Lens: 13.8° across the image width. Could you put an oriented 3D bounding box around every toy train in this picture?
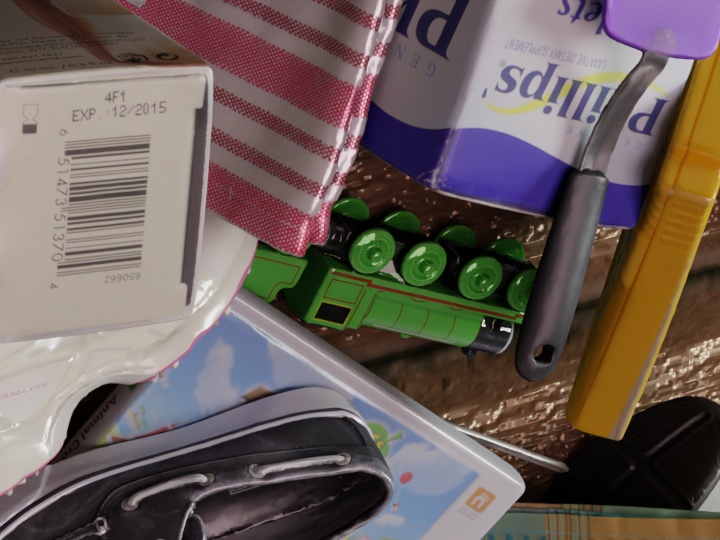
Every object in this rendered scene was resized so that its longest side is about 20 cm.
[{"bbox_3d":[0.000,0.000,1.326,0.199,0.042,0.057,14,113,-34],"label":"toy train"}]

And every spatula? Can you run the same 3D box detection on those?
[{"bbox_3d":[0.096,-0.050,1.145,0.056,0.021,0.201,10,107,-28],"label":"spatula"}]

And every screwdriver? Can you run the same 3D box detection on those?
[{"bbox_3d":[0.019,0.064,1.375,0.200,0.029,0.028,20,100,-38],"label":"screwdriver"}]

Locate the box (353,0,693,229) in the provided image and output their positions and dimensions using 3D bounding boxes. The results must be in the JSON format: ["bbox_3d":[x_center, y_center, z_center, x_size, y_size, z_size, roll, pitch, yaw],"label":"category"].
[{"bbox_3d":[0.052,-0.144,1.203,0.105,0.184,0.201,8,106,-35],"label":"box"}]

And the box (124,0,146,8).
[{"bbox_3d":[-0.173,-0.177,1.077,0.200,0.158,0.048,28,95,-36],"label":"box"}]

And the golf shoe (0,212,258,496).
[{"bbox_3d":[-0.120,0.010,1.188,0.200,0.075,0.092,-42,127,-30],"label":"golf shoe"}]

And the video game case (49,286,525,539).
[{"bbox_3d":[-0.050,0.116,1.336,0.200,0.022,0.182,35,102,-35],"label":"video game case"}]

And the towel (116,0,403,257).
[{"bbox_3d":[-0.047,-0.122,1.181,0.030,0.146,0.201,-1,111,-56],"label":"towel"}]

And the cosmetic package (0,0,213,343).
[{"bbox_3d":[-0.138,-0.058,1.123,0.087,0.200,0.104,-7,115,-29],"label":"cosmetic package"}]

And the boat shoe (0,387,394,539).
[{"bbox_3d":[-0.081,0.115,1.265,0.199,0.068,0.072,-19,125,-12],"label":"boat shoe"}]

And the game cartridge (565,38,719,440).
[{"bbox_3d":[0.138,-0.050,1.273,0.200,0.032,0.177,101,8,-56],"label":"game cartridge"}]

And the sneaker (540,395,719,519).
[{"bbox_3d":[0.135,0.156,1.460,0.115,0.076,0.201,29,102,-44],"label":"sneaker"}]

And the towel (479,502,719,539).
[{"bbox_3d":[0.120,0.182,1.387,0.199,0.022,0.147,0,91,13],"label":"towel"}]
